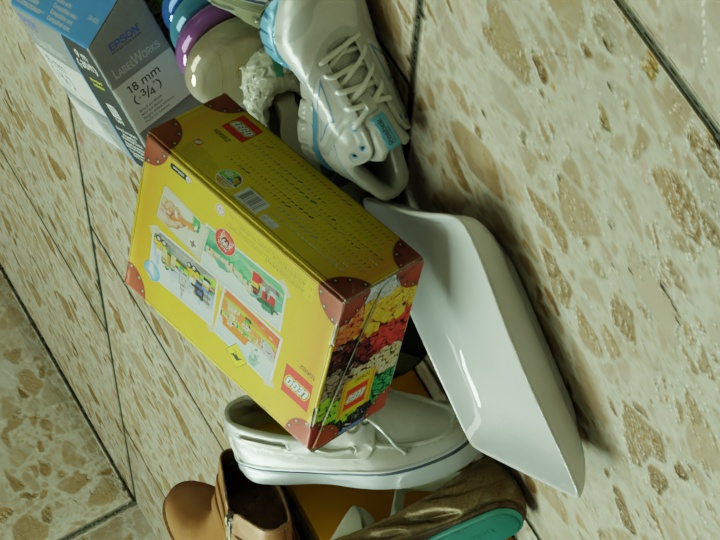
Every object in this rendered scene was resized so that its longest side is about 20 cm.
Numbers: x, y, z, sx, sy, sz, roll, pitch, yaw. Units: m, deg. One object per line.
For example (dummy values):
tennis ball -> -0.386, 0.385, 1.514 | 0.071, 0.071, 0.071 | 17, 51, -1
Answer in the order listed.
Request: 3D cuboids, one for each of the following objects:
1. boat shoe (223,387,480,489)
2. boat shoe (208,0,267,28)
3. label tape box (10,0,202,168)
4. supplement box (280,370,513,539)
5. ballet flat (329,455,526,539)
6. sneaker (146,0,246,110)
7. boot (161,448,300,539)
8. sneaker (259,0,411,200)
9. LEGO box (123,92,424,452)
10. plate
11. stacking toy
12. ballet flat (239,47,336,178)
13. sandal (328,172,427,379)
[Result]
boat shoe -> -0.010, 0.106, 1.706 | 0.201, 0.075, 0.086 | -2, 133, 26
boat shoe -> -0.082, -0.200, 1.607 | 0.200, 0.072, 0.062 | 35, 155, 60
label tape box -> -0.201, -0.178, 1.775 | 0.144, 0.063, 0.200 | 33, 157, 52
supplement box -> 0.005, 0.190, 1.874 | 0.198, 0.132, 0.200 | 59, 165, 13
ballet flat -> 0.029, 0.194, 1.720 | 0.068, 0.200, 0.072 | 44, -158, -45
sneaker -> -0.137, -0.202, 1.821 | 0.200, 0.075, 0.116 | 50, 159, 9
boot -> -0.098, 0.191, 1.835 | 0.200, 0.074, 0.155 | 36, 153, 36
sneaker -> -0.003, -0.119, 1.499 | 0.087, 0.075, 0.200 | 45, 167, 33
LEGO box -> -0.064, 0.001, 1.593 | 0.200, 0.077, 0.149 | 41, 139, 25
plate -> 0.081, 0.041, 1.543 | 0.200, 0.032, 0.200 | 65, 166, -13
stacking toy -> -0.125, -0.218, 1.726 | 0.085, 0.085, 0.200 | 85, 159, -57
ballet flat -> -0.041, -0.068, 1.684 | 0.072, 0.072, 0.200 | 42, 157, 54
sandal -> -0.001, 0.001, 1.681 | 0.201, 0.080, 0.057 | 77, 174, -46
